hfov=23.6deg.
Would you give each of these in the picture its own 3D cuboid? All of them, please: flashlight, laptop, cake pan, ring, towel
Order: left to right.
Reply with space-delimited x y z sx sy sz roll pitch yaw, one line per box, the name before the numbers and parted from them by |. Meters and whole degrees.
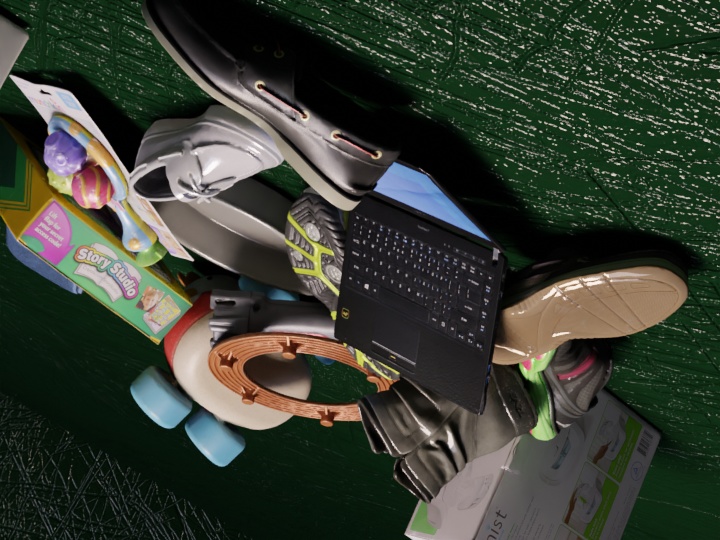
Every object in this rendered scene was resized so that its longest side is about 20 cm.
towel | -0.341 -0.033 1.903 0.111 0.049 0.200 28 164 -6
cake pan | -0.110 -0.042 1.546 0.199 0.037 0.200 24 163 7
ring | -0.048 0.107 1.617 0.199 0.019 0.201 9 154 4
flashlight | -0.040 0.060 1.608 0.198 0.068 0.068 3 165 6
laptop | 0.014 -0.008 1.289 0.103 0.202 0.177 -8 -156 -40

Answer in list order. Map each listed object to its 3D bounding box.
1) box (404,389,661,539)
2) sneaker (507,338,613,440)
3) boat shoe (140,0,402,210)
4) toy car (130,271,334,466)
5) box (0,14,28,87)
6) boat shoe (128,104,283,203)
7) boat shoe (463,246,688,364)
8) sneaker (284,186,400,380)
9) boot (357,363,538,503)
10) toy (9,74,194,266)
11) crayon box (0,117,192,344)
box | 0.163 0.196 1.584 0.176 0.201 0.096 35 161 -33
sneaker | 0.165 0.061 1.416 0.201 0.083 0.077 82 162 -56
boat shoe | -0.059 -0.129 1.168 0.201 0.063 0.074 40 -157 -8
toy car | -0.149 0.056 1.762 0.177 0.184 0.200 42 -174 -44
box | -0.407 -0.179 1.398 0.198 0.131 0.200 33 163 -23
boat shoe | -0.129 -0.086 1.379 0.072 0.069 0.199 37 161 -34
boat shoe | 0.158 0.014 1.271 0.072 0.065 0.199 39 141 -25
sneaker | 0.000 0.000 1.465 0.075 0.076 0.201 15 142 41
boot | 0.051 0.080 1.398 0.201 0.130 0.068 62 165 -9
toy | -0.237 -0.077 1.509 0.115 0.047 0.200 18 151 50
crayon box | -0.269 -0.038 1.636 0.200 0.058 0.173 41 -175 -42
